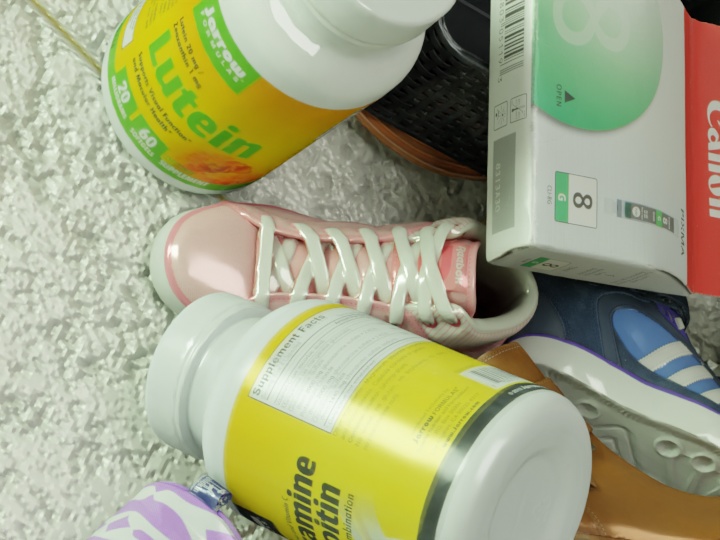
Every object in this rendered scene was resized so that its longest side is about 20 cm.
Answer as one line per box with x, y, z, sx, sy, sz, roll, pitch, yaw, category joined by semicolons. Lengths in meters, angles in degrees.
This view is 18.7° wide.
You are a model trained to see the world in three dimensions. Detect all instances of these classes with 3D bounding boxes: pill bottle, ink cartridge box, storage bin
-0.001;0.079;1.013;0.112;0.200;0.112;-29;130;-43;pill bottle
0.159;-0.071;1.141;0.200;0.050;0.161;9;75;-27;ink cartridge box
0.107;-0.123;1.210;0.200;0.094;0.135;27;61;-24;storage bin
-0.037;-0.120;1.069;0.111;0.200;0.111;12;66;-29;pill bottle

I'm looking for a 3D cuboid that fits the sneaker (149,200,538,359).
0.000;0.000;1.112;0.200;0.105;0.075;15;67;-27;sneaker

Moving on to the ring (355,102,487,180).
0.048;-0.145;1.248;0.200;0.019;0.201;12;67;-30;ring

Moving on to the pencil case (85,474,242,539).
-0.127;0.180;0.972;0.085;0.084;0.200;36;55;20;pencil case

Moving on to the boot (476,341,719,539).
0.115;0.106;1.108;0.200;0.077;0.155;-18;64;-32;boot

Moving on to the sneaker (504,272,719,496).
0.175;0.051;1.205;0.200;0.081;0.147;30;48;-6;sneaker
